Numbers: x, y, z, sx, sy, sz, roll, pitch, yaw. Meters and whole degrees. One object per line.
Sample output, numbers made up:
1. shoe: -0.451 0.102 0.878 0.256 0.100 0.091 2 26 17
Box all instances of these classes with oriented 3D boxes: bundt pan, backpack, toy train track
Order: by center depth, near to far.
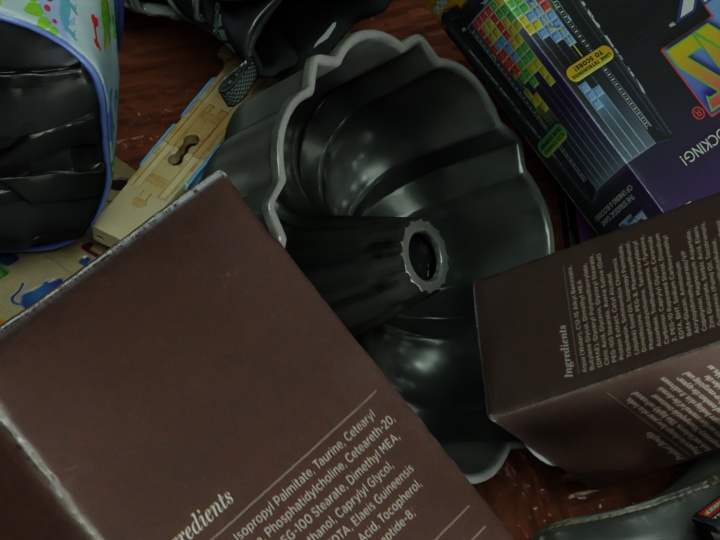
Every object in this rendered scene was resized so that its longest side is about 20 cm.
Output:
1. backpack: -0.203 -0.101 1.262 0.199 0.183 0.147 4 53 -2
2. bundt pan: 0.000 0.000 1.265 0.202 0.076 0.203 18 66 -48
3. toy train track: -0.057 -0.074 1.341 0.114 0.033 0.200 25 56 21

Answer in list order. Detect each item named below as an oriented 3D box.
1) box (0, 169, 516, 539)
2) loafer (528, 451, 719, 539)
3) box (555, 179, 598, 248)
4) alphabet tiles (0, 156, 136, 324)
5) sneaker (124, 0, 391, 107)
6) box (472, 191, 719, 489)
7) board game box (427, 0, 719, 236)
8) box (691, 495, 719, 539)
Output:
1. box: -0.078 0.108 1.106 0.200 0.166 0.164 52 46 -1
2. loafer: 0.164 0.110 1.294 0.199 0.073 0.073 -4 61 -18
3. box: 0.166 -0.030 1.359 0.142 0.036 0.201 -4 71 -8
4. alphabet tiles: -0.153 0.020 1.276 0.200 0.008 0.167 -34 51 -30
5. sneaker: -0.071 -0.126 1.305 0.199 0.078 0.140 -17 53 19
6. box: 0.158 0.021 1.222 0.199 0.100 0.075 -21 58 24
7. board game box: 0.156 -0.111 1.319 0.200 0.057 0.166 -34 82 -30
8. box: 0.250 0.150 1.254 0.137 0.040 0.200 -34 102 -12
